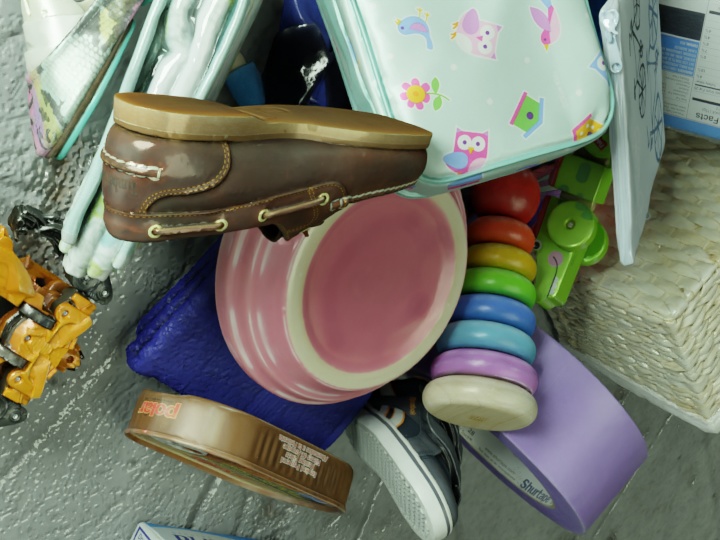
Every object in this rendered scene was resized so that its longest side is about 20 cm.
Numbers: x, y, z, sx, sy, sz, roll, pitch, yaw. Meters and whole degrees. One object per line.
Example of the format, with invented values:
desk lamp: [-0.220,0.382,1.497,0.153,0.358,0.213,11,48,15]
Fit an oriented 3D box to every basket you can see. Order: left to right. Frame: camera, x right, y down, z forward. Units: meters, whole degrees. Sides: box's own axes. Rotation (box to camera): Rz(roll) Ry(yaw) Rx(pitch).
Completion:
basket: [0.284,-0.004,1.040,0.198,0.199,0.161,-45,129,-13]

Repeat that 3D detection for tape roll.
tape roll: [0.137,0.121,0.970,0.085,0.199,0.201,-45,135,-10]

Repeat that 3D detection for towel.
towel: [-0.110,-0.100,0.663,0.048,0.171,0.202,26,98,-9]
towel: [-0.056,0.047,0.836,0.148,0.050,0.199,-46,133,13]

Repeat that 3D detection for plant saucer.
plant saucer: [0.000,0.000,0.768,0.198,0.051,0.203,-16,117,-33]

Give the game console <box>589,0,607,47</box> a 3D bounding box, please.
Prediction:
game console: [0.116,-0.201,0.854,0.171,0.118,0.200,51,53,-6]

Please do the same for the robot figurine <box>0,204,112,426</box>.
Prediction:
robot figurine: [-0.239,0.008,0.674,0.146,0.058,0.200,-53,136,-4]

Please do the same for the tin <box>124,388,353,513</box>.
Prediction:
tin: [-0.085,0.134,0.846,0.200,0.111,0.042,36,61,-47]

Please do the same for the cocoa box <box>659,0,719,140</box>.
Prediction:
cocoa box: [0.315,-0.201,0.962,0.199,0.132,0.133,-32,134,-49]

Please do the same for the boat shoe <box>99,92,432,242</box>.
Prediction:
boat shoe: [-0.045,-0.050,0.594,0.198,0.070,0.071,-4,109,-40]

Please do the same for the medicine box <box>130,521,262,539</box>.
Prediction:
medicine box: [-0.126,0.319,0.916,0.181,0.103,0.202,22,98,-46]

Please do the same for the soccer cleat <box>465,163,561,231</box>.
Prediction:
soccer cleat: [0.132,-0.053,0.972,0.200,0.076,0.067,-42,169,-35]

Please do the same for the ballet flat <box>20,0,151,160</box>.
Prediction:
ballet flat: [-0.148,-0.163,0.662,0.071,0.069,0.201,36,82,-26]

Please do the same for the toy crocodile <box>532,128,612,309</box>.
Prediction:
toy crocodile: [0.173,-0.067,0.907,0.067,0.061,0.203,16,94,-65]

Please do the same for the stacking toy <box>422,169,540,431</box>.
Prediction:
stacking toy: [0.100,0.013,0.865,0.085,0.084,0.203,32,60,-46]

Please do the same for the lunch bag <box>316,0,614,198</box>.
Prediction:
lunch bag: [0.054,-0.153,0.704,0.158,0.077,0.203,-18,90,-11]

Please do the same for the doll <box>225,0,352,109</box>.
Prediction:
doll: [-0.030,-0.136,0.763,0.135,0.048,0.203,13,96,-16]

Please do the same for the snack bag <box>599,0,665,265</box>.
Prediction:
snack bag: [0.189,-0.125,0.802,0.201,0.021,0.191,-60,145,-51]

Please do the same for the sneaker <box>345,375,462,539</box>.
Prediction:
sneaker: [0.045,0.132,0.891,0.078,0.200,0.079,-22,113,-11]
